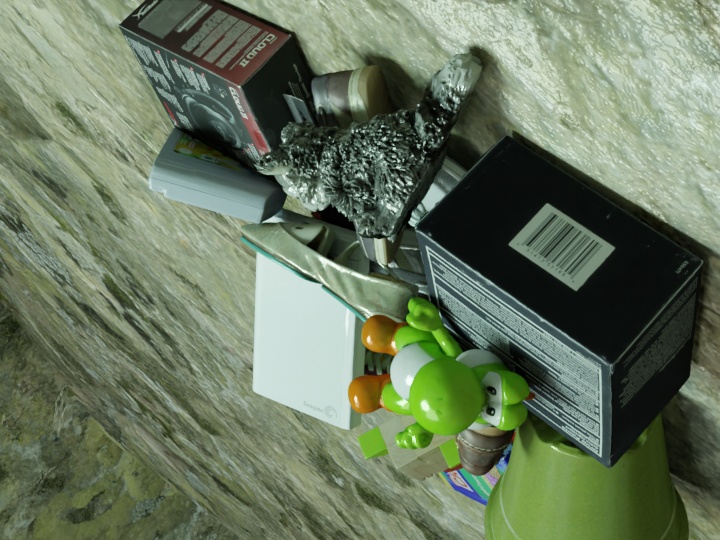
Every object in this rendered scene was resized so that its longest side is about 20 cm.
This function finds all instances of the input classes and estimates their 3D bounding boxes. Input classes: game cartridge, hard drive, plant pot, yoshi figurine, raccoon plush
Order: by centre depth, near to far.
[{"bbox_3d":[0.006,-0.120,1.244,0.134,0.200,0.097,32,-156,7],"label":"raccoon plush"},{"bbox_3d":[0.054,0.091,1.279,0.200,0.112,0.113,11,137,57],"label":"yoshi figurine"},{"bbox_3d":[0.214,0.183,1.443,0.200,0.200,0.190,31,146,32],"label":"plant pot"},{"bbox_3d":[-0.051,0.047,1.533,0.132,0.027,0.201,19,117,34],"label":"hard drive"},{"bbox_3d":[-0.135,-0.100,1.538,0.133,0.041,0.200,19,-163,-6],"label":"game cartridge"}]

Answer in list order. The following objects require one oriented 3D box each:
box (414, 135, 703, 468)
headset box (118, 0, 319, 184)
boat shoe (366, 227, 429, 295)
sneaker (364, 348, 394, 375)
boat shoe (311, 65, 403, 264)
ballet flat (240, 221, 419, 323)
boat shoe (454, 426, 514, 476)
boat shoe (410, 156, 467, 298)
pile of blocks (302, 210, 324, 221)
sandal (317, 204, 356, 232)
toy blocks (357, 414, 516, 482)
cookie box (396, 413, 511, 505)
[{"bbox_3d":[0.163,0.027,1.257,0.200,0.123,0.199,37,161,25],"label":"box"},{"bbox_3d":[-0.119,-0.175,1.470,0.200,0.077,0.149,28,157,36],"label":"headset box"},{"bbox_3d":[0.002,0.000,1.531,0.202,0.065,0.074,-5,162,40],"label":"boat shoe"},{"bbox_3d":[0.032,0.097,1.610,0.200,0.075,0.090,20,160,-32],"label":"sneaker"},{"bbox_3d":[-0.001,-0.093,1.352,0.065,0.072,0.200,6,134,19],"label":"boat shoe"},{"bbox_3d":[-0.026,-0.009,1.445,0.200,0.062,0.067,33,-175,25],"label":"ballet flat"},{"bbox_3d":[0.116,0.104,1.425,0.070,0.200,0.070,12,127,6],"label":"boat shoe"},{"bbox_3d":[0.080,-0.029,1.374,0.074,0.065,0.202,32,157,28],"label":"boat shoe"},{"bbox_3d":[-0.027,-0.037,1.607,0.082,0.062,0.200,38,161,15],"label":"pile of blocks"},{"bbox_3d":[-0.001,-0.105,1.443,0.075,0.048,0.201,37,148,14],"label":"sandal"},{"bbox_3d":[0.115,0.161,1.587,0.100,0.200,0.137,66,-168,25],"label":"toy blocks"},{"bbox_3d":[0.150,0.207,1.757,0.200,0.075,0.171,22,153,49],"label":"cookie box"}]
